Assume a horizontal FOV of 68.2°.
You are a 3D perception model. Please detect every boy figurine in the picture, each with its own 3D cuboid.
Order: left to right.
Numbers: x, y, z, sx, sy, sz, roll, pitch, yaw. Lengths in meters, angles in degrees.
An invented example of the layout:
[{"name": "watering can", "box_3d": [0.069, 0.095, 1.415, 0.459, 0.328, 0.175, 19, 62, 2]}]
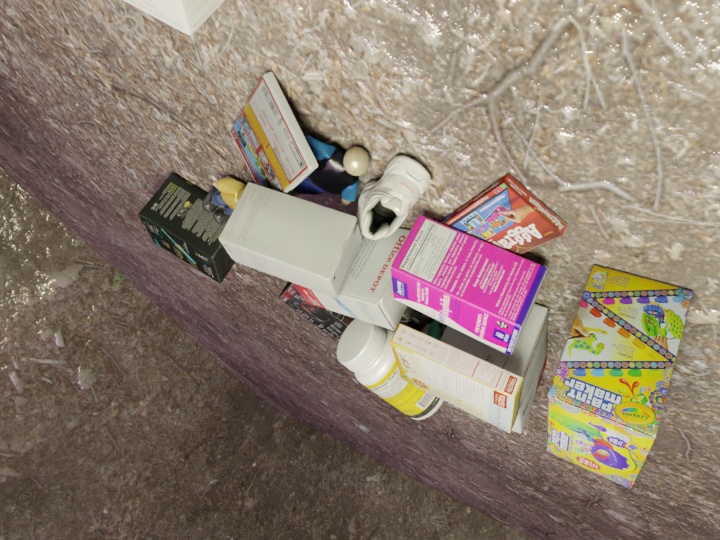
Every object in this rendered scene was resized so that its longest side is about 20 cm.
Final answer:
[{"name": "boy figurine", "box_3d": [-0.242, -0.133, 1.070, 0.197, 0.065, 0.125, 7, 143, 51]}]

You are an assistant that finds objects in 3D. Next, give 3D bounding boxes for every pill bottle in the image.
[{"name": "pill bottle", "box_3d": [0.058, 0.173, 0.959, 0.199, 0.116, 0.113, 39, 156, -25]}]

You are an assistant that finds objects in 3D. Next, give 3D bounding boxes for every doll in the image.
[{"name": "doll", "box_3d": [-0.060, -0.156, 0.815, 0.197, 0.049, 0.137, 3, 141, 49]}]

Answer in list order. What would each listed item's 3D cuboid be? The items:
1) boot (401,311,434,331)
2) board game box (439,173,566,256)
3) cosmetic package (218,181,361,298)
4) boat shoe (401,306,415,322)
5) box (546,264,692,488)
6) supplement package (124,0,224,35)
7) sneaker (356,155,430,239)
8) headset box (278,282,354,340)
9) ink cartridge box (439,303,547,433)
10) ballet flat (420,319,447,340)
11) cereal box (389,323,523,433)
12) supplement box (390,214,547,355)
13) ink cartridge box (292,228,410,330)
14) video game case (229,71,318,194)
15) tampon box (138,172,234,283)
[{"name": "boot", "box_3d": [0.127, 0.094, 1.042, 0.162, 0.067, 0.199, 32, 149, -17]}, {"name": "board game box", "box_3d": [0.180, -0.056, 0.738, 0.102, 0.020, 0.200, 36, 156, -8]}, {"name": "cosmetic package", "box_3d": [-0.106, -0.048, 0.833, 0.195, 0.115, 0.082, 21, 160, 14]}, {"name": "boat shoe", "box_3d": [0.026, 0.058, 0.969, 0.198, 0.061, 0.072, -2, 140, 47]}, {"name": "box", "box_3d": [0.332, 0.142, 0.701, 0.119, 0.195, 0.202, 17, 153, 29]}, {"name": "supplement package", "box_3d": [-0.195, -0.365, 0.505, 0.119, 0.121, 0.201, 29, 155, 10]}, {"name": "sneaker", "box_3d": [0.025, -0.084, 0.778, 0.077, 0.101, 0.200, 33, 156, -3]}, {"name": "headset box", "box_3d": [-0.098, 0.066, 1.242, 0.198, 0.076, 0.148, 37, 156, -8]}, {"name": "ink cartridge box", "box_3d": [0.228, 0.150, 0.903, 0.142, 0.147, 0.202, 18, 152, 28]}, {"name": "ballet flat", "box_3d": [0.143, 0.134, 0.970, 0.068, 0.069, 0.200, 2, 157, 25]}, {"name": "cereal box", "box_3d": [0.145, 0.164, 0.806, 0.196, 0.040, 0.145, 22, 153, 25]}, {"name": "supplement box", "box_3d": [0.150, 0.019, 0.768, 0.196, 0.105, 0.102, 26, 157, 20]}, {"name": "ink cartridge box", "box_3d": [0.000, 0.000, 0.908, 0.196, 0.148, 0.083, 14, 151, 37]}, {"name": "video game case", "box_3d": [-0.139, -0.190, 0.820, 0.199, 0.017, 0.146, -19, 99, 61]}, {"name": "tampon box", "box_3d": [-0.377, -0.095, 1.228, 0.196, 0.128, 0.151, 30, 157, 5]}]
